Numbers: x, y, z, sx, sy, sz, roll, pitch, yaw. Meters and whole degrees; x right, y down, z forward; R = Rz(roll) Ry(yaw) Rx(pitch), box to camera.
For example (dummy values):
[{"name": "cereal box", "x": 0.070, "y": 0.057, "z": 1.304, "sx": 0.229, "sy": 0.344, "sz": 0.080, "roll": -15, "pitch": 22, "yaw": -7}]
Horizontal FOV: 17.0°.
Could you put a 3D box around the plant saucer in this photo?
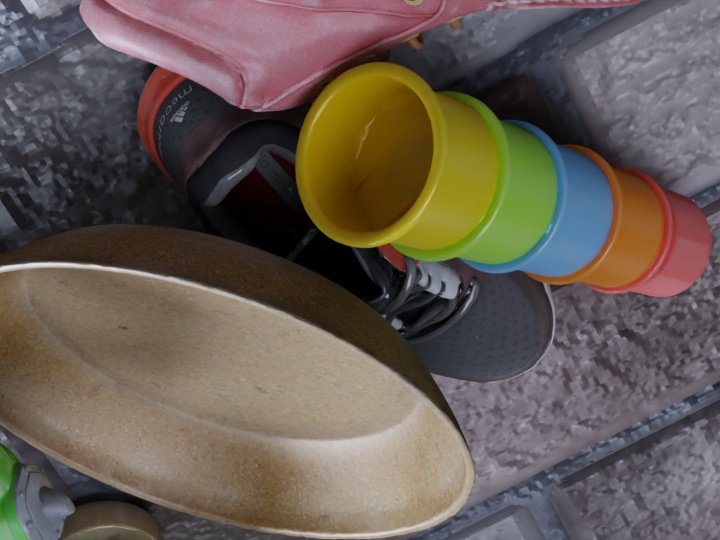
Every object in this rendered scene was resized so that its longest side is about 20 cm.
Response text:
[{"name": "plant saucer", "x": -0.052, "y": 0.036, "z": 0.849, "sx": 0.199, "sy": 0.036, "sz": 0.201, "roll": 14, "pitch": 152, "yaw": 7}]

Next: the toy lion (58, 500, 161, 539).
[{"name": "toy lion", "x": -0.133, "y": 0.190, "z": 0.982, "sx": 0.191, "sy": 0.069, "sz": 0.200, "roll": -30, "pitch": 130, "yaw": 15}]

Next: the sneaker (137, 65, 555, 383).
[{"name": "sneaker", "x": 0.000, "y": 0.000, "z": 0.859, "sx": 0.200, "sy": 0.082, "sz": 0.077, "roll": 33, "pitch": 111, "yaw": -34}]

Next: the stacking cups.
[{"name": "stacking cups", "x": 0.059, "y": -0.027, "z": 0.843, "sx": 0.061, "sy": 0.061, "sz": 0.200, "roll": -49, "pitch": 150, "yaw": 20}]

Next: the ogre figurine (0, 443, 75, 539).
[{"name": "ogre figurine", "x": -0.177, "y": 0.100, "z": 0.863, "sx": 0.120, "sy": 0.098, "sz": 0.201, "roll": 32, "pitch": 100, "yaw": 3}]

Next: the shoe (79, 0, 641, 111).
[{"name": "shoe", "x": 0.009, "y": -0.101, "z": 0.797, "sx": 0.199, "sy": 0.072, "sz": 0.091, "roll": 9, "pitch": 125, "yaw": -18}]
